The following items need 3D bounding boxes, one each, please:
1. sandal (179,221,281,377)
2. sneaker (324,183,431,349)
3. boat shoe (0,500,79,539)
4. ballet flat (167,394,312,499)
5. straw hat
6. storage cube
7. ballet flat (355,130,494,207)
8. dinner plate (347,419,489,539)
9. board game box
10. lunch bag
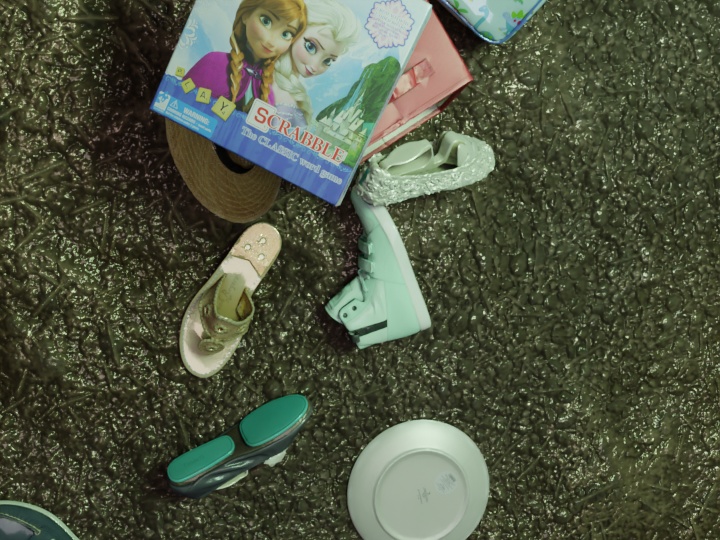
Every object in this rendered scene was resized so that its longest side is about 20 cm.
[{"bbox_3d":[-0.161,0.039,0.835,0.077,0.070,0.213,28,94,-11],"label":"sandal"},{"bbox_3d":[0.000,0.000,0.852,0.117,0.074,0.203,-22,100,-1],"label":"sneaker"},{"bbox_3d":[-0.387,0.360,0.854,0.075,0.062,0.200,-45,101,2],"label":"boat shoe"},{"bbox_3d":[-0.144,0.226,0.873,0.198,0.073,0.074,-28,101,-10],"label":"ballet flat"},{"bbox_3d":[-0.132,-0.164,0.798,0.085,0.199,0.203,-33,106,-46],"label":"straw hat"},{"bbox_3d":[-0.009,-0.222,0.759,0.170,0.200,0.181,-32,95,-2],"label":"storage cube"},{"bbox_3d":[0.086,-0.128,0.817,0.198,0.072,0.073,-21,102,-25],"label":"ballet flat"},{"bbox_3d":[0.081,0.301,0.934,0.197,0.024,0.203,-1,99,-9],"label":"dinner plate"},{"bbox_3d":[-0.065,-0.194,0.645,0.198,0.041,0.201,26,97,-1],"label":"board game box"},{"bbox_3d":[0.140,-0.376,0.793,0.199,0.083,0.161,39,114,-10],"label":"lunch bag"}]
